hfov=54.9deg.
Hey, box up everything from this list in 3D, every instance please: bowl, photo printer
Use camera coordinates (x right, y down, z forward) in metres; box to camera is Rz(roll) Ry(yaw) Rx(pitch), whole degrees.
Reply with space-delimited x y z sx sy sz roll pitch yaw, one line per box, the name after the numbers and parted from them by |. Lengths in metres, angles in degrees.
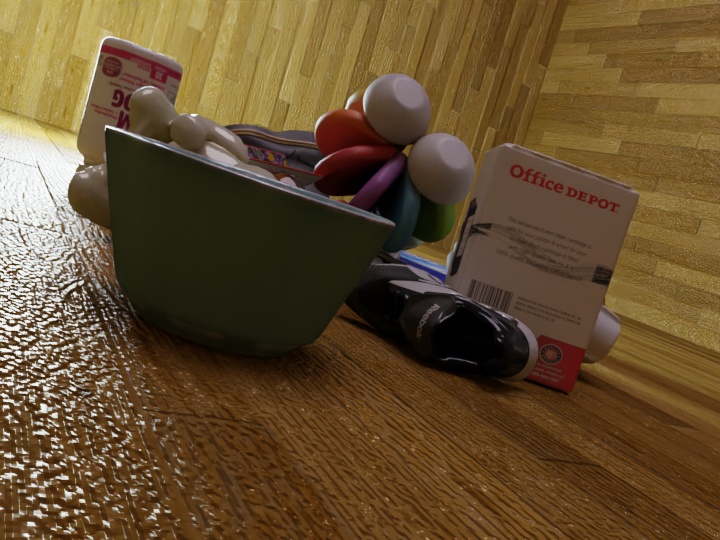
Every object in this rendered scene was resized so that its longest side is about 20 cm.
-0.084 -0.013 0.464 0.196 0.108 0.201 18 7 -2 | bowl
0.195 0.028 0.842 0.198 0.070 0.166 35 -5 -3 | photo printer

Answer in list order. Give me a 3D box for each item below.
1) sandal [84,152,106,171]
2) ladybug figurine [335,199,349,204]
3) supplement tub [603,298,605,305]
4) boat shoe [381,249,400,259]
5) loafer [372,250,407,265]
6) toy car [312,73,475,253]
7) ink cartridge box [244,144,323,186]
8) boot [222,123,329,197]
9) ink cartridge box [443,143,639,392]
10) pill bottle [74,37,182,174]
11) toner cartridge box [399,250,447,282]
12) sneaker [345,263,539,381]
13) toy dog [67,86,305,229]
-0.248 -0.139 0.863 0.202 0.060 0.080 -19 -28 -13 | sandal
-0.019 -0.059 1.100 0.135 0.072 0.200 40 4 9 | ladybug figurine
0.288 0.034 1.111 0.120 0.126 0.199 15 7 -25 | supplement tub
0.016 -0.038 0.936 0.070 0.070 0.201 9 24 9 | boat shoe
0.000 0.000 0.784 0.196 0.072 0.069 16 -2 -32 | loafer
0.022 -0.108 0.802 0.202 0.149 0.175 53 -33 5 | toy car
-0.145 -0.111 0.790 0.107 0.052 0.197 6 -15 -45 | ink cartridge box
-0.128 -0.113 0.913 0.194 0.142 0.078 -6 -26 -15 | boot
0.167 -0.005 0.691 0.141 0.205 0.084 17 6 -3 | ink cartridge box
-0.322 -0.200 0.949 0.110 0.206 0.113 17 6 -2 | pill bottle
0.101 0.012 1.014 0.197 0.044 0.094 23 10 32 | toner cartridge box
0.060 0.040 0.614 0.196 0.068 0.090 24 5 24 | sneaker
-0.140 -0.051 0.633 0.197 0.141 0.196 21 -27 38 | toy dog
